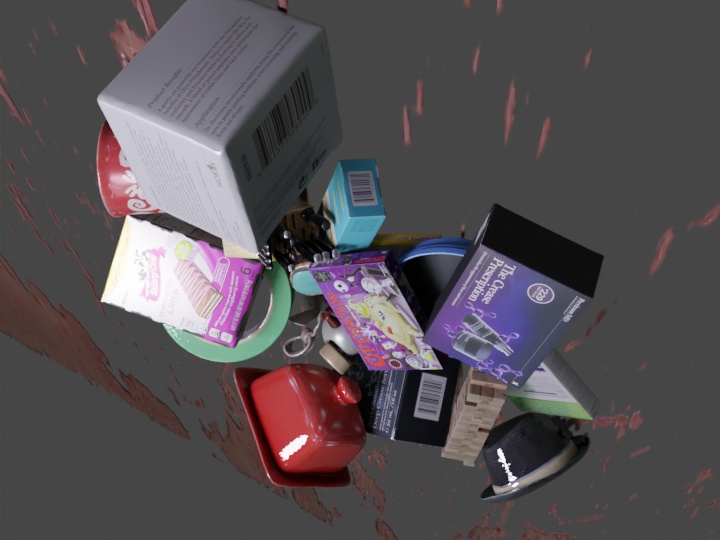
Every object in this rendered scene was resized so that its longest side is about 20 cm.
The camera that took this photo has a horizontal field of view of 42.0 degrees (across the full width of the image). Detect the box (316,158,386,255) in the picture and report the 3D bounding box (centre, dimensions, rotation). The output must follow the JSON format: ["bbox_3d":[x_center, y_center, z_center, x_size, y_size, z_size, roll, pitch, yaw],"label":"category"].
[{"bbox_3d":[-0.019,-0.064,1.222,0.049,0.082,0.200,-4,159,-15],"label":"box"}]

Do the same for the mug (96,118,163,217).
[{"bbox_3d":[-0.227,-0.157,1.224,0.200,0.133,0.178,0,109,5],"label":"mug"}]

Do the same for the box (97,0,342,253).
[{"bbox_3d":[-0.148,-0.169,1.059,0.171,0.199,0.200,25,154,19],"label":"box"}]

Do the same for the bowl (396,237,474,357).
[{"bbox_3d":[0.129,0.037,1.225,0.200,0.039,0.201,12,137,11],"label":"bowl"}]

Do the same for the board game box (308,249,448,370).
[{"bbox_3d":[0.025,0.057,1.242,0.120,0.032,0.200,-2,133,36],"label":"board game box"}]

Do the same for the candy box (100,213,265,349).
[{"bbox_3d":[-0.245,0.010,1.314,0.200,0.136,0.061,20,-166,-1],"label":"candy box"}]

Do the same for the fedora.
[{"bbox_3d":[0.254,0.274,1.444,0.092,0.201,0.201,62,154,2],"label":"fedora"}]

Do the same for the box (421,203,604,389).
[{"bbox_3d":[0.176,0.036,1.112,0.141,0.079,0.200,24,139,0],"label":"box"}]

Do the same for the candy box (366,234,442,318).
[{"bbox_3d":[0.075,0.031,1.290,0.102,0.026,0.200,-1,133,16],"label":"candy box"}]

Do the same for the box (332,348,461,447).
[{"bbox_3d":[0.048,0.186,1.488,0.107,0.149,0.200,15,173,-33],"label":"box"}]

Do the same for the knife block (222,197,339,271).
[{"bbox_3d":[-0.089,-0.060,1.253,0.175,0.200,0.064,3,112,20],"label":"knife block"}]

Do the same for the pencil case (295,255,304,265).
[{"bbox_3d":[-0.155,-0.053,1.419,0.200,0.087,0.087,38,156,-6],"label":"pencil case"}]

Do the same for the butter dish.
[{"bbox_3d":[-0.062,0.210,1.401,0.148,0.200,0.200,-36,150,24],"label":"butter dish"}]

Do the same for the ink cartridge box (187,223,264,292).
[{"bbox_3d":[-0.243,0.018,1.505,0.145,0.145,0.200,36,-176,-3],"label":"ink cartridge box"}]

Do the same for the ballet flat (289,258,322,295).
[{"bbox_3d":[0.000,0.000,1.344,0.200,0.065,0.071,3,119,8],"label":"ballet flat"}]

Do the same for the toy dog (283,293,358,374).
[{"bbox_3d":[-0.051,0.068,1.392,0.200,0.132,0.096,13,151,48],"label":"toy dog"}]

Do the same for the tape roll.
[{"bbox_3d":[-0.197,0.033,1.373,0.200,0.200,0.048,36,-168,-5],"label":"tape roll"}]

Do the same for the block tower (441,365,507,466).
[{"bbox_3d":[0.168,0.217,1.400,0.058,0.054,0.200,11,138,0],"label":"block tower"}]

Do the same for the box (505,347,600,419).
[{"bbox_3d":[0.238,0.141,1.360,0.144,0.036,0.200,-2,137,53],"label":"box"}]
